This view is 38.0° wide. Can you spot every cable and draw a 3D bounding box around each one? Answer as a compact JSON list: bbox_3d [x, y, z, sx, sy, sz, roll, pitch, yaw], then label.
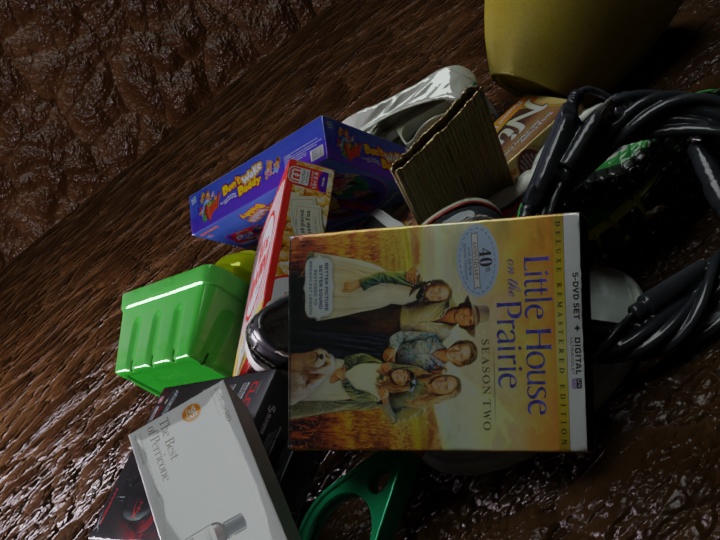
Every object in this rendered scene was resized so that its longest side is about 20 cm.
[{"bbox_3d":[0.181,-0.023,0.683,0.201,0.162,0.051,-67,-18,-12],"label":"cable"}]

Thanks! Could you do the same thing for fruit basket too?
[{"bbox_3d":[-0.148,0.038,1.126,0.215,0.155,0.217,-36,36,31],"label":"fruit basket"}]

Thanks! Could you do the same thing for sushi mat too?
[{"bbox_3d":[0.085,-0.061,0.861,0.096,0.200,0.012,-45,58,-8],"label":"sushi mat"}]

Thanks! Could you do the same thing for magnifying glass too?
[{"bbox_3d":[0.021,0.136,0.700,0.201,0.022,0.080,-56,34,3],"label":"magnifying glass"}]

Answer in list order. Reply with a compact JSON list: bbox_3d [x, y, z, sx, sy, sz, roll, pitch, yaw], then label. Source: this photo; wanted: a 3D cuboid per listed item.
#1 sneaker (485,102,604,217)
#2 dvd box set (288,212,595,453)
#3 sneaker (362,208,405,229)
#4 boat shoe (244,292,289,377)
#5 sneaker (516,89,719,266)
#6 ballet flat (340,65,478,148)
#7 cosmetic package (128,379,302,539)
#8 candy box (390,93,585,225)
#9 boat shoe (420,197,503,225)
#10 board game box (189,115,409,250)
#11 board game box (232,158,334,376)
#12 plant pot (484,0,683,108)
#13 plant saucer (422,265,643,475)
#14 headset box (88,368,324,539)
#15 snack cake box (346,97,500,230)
[{"bbox_3d":[0.175,-0.055,0.859,0.200,0.077,0.085,-44,39,0],"label":"sneaker"},{"bbox_3d":[0.047,0.043,0.668,0.199,0.148,0.029,-3,-8,23],"label":"dvd box set"},{"bbox_3d":[0.000,0.000,0.965,0.099,0.071,0.200,-33,10,-4],"label":"sneaker"},{"bbox_3d":[0.007,0.036,0.826,0.198,0.074,0.060,-8,-20,-15],"label":"boat shoe"},{"bbox_3d":[0.200,-0.078,0.783,0.199,0.078,0.085,-29,22,-9],"label":"sneaker"},{"bbox_3d":[0.036,-0.144,1.092,0.199,0.070,0.070,-28,23,27],"label":"ballet flat"},{"bbox_3d":[-0.087,0.175,0.694,0.082,0.051,0.200,-29,50,-2],"label":"cosmetic package"},{"bbox_3d":[0.124,-0.083,1.000,0.200,0.055,0.115,-41,20,-4],"label":"candy box"},{"bbox_3d":[0.035,0.039,0.725,0.200,0.071,0.063,-51,12,11],"label":"boat shoe"},{"bbox_3d":[-0.057,-0.076,1.044,0.199,0.134,0.045,-25,64,38],"label":"board game box"},{"bbox_3d":[-0.073,0.025,0.945,0.152,0.046,0.201,120,161,-57],"label":"board game box"},{"bbox_3d":[0.202,-0.242,1.044,0.143,0.199,0.200,-67,22,1],"label":"plant pot"},{"bbox_3d":[0.106,0.055,0.751,0.200,0.050,0.200,-35,20,15],"label":"plant saucer"},{"bbox_3d":[-0.114,0.166,0.834,0.199,0.075,0.149,-14,45,50],"label":"headset box"},{"bbox_3d":[0.067,-0.115,1.153,0.115,0.067,0.200,-19,29,42],"label":"snack cake box"}]
